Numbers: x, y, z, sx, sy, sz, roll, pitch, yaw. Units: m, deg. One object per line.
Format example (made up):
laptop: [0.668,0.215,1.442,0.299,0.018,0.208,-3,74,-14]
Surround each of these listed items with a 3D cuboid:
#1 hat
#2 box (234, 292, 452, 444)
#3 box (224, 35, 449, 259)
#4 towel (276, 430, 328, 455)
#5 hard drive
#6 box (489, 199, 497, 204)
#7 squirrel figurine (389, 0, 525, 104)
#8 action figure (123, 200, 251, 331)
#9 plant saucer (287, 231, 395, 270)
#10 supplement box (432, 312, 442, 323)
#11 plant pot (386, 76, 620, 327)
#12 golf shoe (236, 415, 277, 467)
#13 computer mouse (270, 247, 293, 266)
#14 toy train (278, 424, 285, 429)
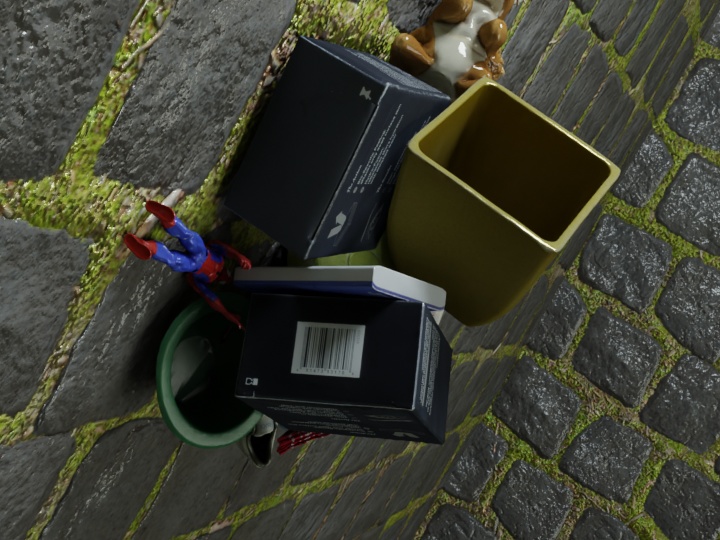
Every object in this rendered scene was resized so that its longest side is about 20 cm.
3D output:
hat: [-0.207,0.111,1.286,0.164,0.175,0.204,-23,113,-36]
box: [-0.010,0.111,1.212,0.200,0.193,0.120,55,40,-67]
box: [-0.021,-0.131,1.196,0.199,0.116,0.199,-63,162,15]
towel: [-0.014,0.201,1.500,0.197,0.023,0.145,-20,179,6]
hard drive: [-0.024,0.020,1.200,0.131,0.198,0.026,19,76,-49]
box: [0.109,-0.141,1.408,0.069,0.199,0.082,-57,161,2]
squirrel figurine: [0.131,-0.296,1.379,0.200,0.140,0.189,103,12,-78]
action figure: [-0.155,-0.002,1.121,0.066,0.098,0.200,-55,164,-2]
plant saucer: [0.000,0.000,1.375,0.031,0.201,0.200,-27,-169,49]
supplement box: [0.057,0.054,1.623,0.074,0.124,0.202,99,12,-52]
plant pot: [0.142,-0.056,1.253,0.194,0.194,0.201,-43,164,-44]
golf shoe: [-0.125,0.159,1.400,0.077,0.098,0.203,-11,127,-21]
computer mouse: [-0.079,0.078,1.384,0.140,0.045,0.204,31,61,-75]
toy train: [-0.045,0.150,1.643,0.201,0.148,0.056,-53,130,-36]
